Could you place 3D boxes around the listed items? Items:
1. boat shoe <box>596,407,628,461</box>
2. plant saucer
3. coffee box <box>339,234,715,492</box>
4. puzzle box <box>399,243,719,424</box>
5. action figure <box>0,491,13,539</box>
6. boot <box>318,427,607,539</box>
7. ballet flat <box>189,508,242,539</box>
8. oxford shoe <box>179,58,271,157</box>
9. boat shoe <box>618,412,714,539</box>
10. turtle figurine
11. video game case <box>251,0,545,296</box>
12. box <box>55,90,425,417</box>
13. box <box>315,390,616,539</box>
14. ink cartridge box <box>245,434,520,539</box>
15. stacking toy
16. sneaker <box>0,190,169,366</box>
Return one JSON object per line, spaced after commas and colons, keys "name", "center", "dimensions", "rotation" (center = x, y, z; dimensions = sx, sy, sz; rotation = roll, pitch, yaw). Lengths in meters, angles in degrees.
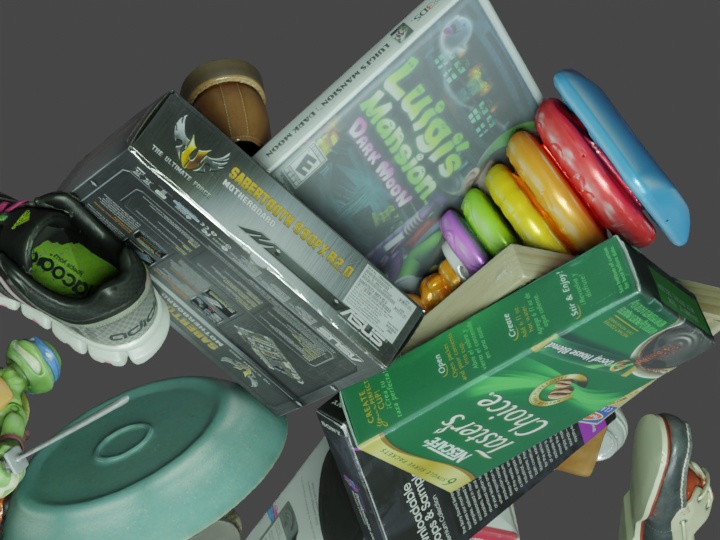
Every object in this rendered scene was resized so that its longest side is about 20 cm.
{"name": "boat shoe", "center": [0.112, 0.111, 1.763], "dimensions": [0.199, 0.069, 0.072], "rotation": [22, 128, -35]}
{"name": "plant saucer", "center": [-0.142, 0.120, 1.563], "dimensions": [0.199, 0.200, 0.036], "rotation": [-22, 112, 9]}
{"name": "coffee box", "center": [0.100, 0.060, 1.486], "dimensions": [0.199, 0.044, 0.123], "rotation": [-30, 150, 18]}
{"name": "puzzle box", "center": [0.121, 0.043, 1.543], "dimensions": [0.199, 0.026, 0.133], "rotation": [10, 140, -42]}
{"name": "action figure", "center": [-0.291, 0.185, 1.654], "dimensions": [0.192, 0.200, 0.105], "rotation": [-15, 101, 13]}
{"name": "boot", "center": [0.076, 0.118, 1.693], "dimensions": [0.199, 0.068, 0.190], "rotation": [11, 96, -39]}
{"name": "ballet flat", "center": [-0.184, 0.184, 1.786], "dimensions": [0.198, 0.046, 0.068], "rotation": [-2, 124, -9]}
{"name": "oxford shoe", "center": [-0.082, -0.035, 1.542], "dimensions": [0.071, 0.072, 0.201], "rotation": [-11, 141, -7]}
{"name": "boat shoe", "center": [0.232, 0.170, 1.861], "dimensions": [0.062, 0.072, 0.201], "rotation": [1, 143, 0]}
{"name": "turtle figurine", "center": [-0.273, 0.087, 1.553], "dimensions": [0.194, 0.200, 0.144], "rotation": [-40, 97, -16]}
{"name": "video game case", "center": [0.037, -0.060, 1.528], "dimensions": [0.182, 0.023, 0.200], "rotation": [-43, 138, -6]}
{"name": "box", "center": [-0.078, -0.005, 1.475], "dimensions": [0.200, 0.048, 0.158], "rotation": [41, 154, -11]}
{"name": "box", "center": [0.071, 0.092, 1.613], "dimensions": [0.200, 0.036, 0.144], "rotation": [-37, 126, -25]}
{"name": "ink cartridge box", "center": [0.003, 0.213, 1.837], "dimensions": [0.147, 0.086, 0.200], "rotation": [12, 131, -28]}
{"name": "stacking toy", "center": [0.092, -0.019, 1.529], "dimensions": [0.200, 0.110, 0.116], "rotation": [-38, 153, 7]}
{"name": "sneaker", "center": [-0.203, -0.017, 1.469], "dimensions": [0.199, 0.074, 0.088], "rotation": [26, 153, 10]}
